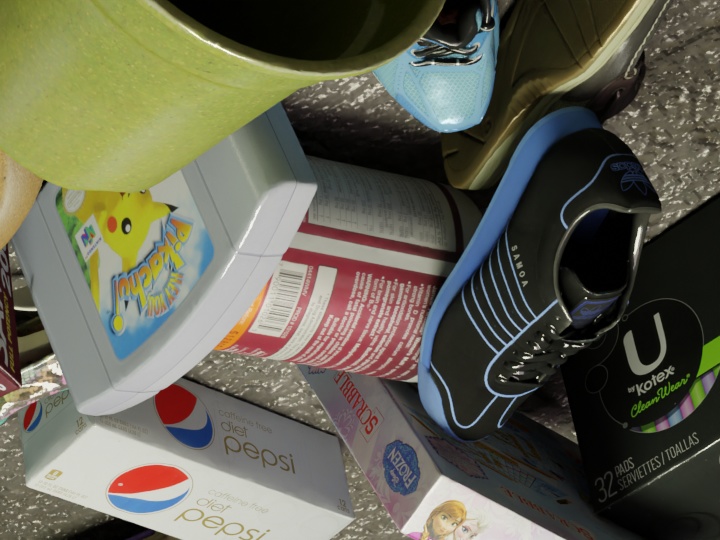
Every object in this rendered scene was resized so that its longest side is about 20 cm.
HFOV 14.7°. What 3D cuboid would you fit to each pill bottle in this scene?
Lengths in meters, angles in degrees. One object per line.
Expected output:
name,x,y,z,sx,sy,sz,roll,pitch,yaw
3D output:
pill bottle,0.000,0.000,1.475,0.200,0.110,0.110,11,137,-26

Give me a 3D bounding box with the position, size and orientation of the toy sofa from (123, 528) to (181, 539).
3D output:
toy sofa,-0.182,0.215,1.734,0.200,0.098,0.083,-23,116,14

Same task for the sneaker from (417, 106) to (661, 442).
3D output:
sneaker,0.090,0.018,1.402,0.070,0.078,0.200,-3,128,-32

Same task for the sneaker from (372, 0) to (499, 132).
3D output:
sneaker,0.029,-0.128,1.337,0.078,0.090,0.200,-14,142,2

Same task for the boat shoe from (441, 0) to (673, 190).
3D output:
boat shoe,0.111,-0.107,1.408,0.066,0.072,0.201,6,144,-30

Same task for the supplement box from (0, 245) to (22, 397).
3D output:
supplement box,-0.279,0.044,1.457,0.200,0.109,0.061,-24,141,17

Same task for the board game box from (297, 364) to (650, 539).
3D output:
board game box,0.076,0.120,1.552,0.200,0.200,0.041,29,103,-28

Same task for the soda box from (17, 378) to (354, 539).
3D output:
soda box,-0.101,0.111,1.625,0.200,0.064,0.068,23,130,-38

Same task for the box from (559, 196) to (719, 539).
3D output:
box,0.230,0.052,1.569,0.200,0.149,0.124,-36,135,28

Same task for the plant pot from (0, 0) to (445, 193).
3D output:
plant pot,-0.088,-0.130,1.244,0.200,0.201,0.184,12,147,-28

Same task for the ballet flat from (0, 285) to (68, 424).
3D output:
ballet flat,-0.196,0.047,1.528,0.200,0.069,0.071,-24,123,8

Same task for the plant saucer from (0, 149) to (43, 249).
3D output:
plant saucer,-0.241,-0.049,1.317,0.200,0.035,0.201,-10,126,-14

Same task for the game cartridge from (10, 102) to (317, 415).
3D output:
game cartridge,-0.102,-0.021,1.402,0.040,0.134,0.200,-2,145,-44
